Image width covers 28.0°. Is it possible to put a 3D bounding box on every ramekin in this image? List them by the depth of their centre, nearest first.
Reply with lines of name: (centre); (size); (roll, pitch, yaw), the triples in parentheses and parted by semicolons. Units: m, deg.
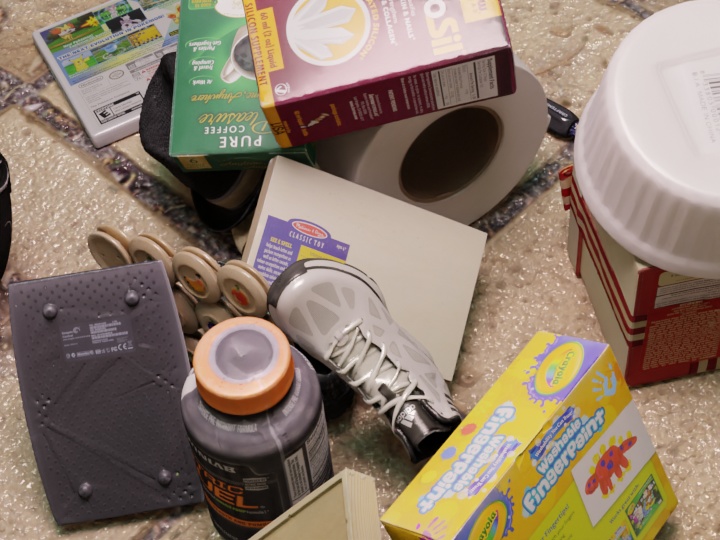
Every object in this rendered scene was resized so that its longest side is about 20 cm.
ramekin: (0.264, -0.105, 1.077); (0.198, 0.098, 0.202); (0, 65, 1)

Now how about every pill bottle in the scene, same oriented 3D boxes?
pill bottle: (-0.077, 0.122, 1.086); (0.105, 0.201, 0.107); (-3, 50, 3)

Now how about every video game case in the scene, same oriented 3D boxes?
video game case: (-0.218, -0.226, 1.496); (0.199, 0.022, 0.183); (-25, 54, -14)

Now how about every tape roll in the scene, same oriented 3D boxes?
tape roll: (0.048, -0.143, 1.290); (0.201, 0.204, 0.139); (-25, 53, -15)

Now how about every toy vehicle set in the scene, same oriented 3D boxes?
toy vehicle set: (-0.056, 0.240, 1.013); (0.026, 0.200, 0.125); (23, 43, -32)

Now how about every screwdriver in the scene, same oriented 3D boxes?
screwdriver: (0.230, -0.115, 1.360); (0.029, 0.028, 0.200); (-12, 40, -44)

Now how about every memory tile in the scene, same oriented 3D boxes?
memory tile: (-0.131, 0.038, 1.166); (0.199, 0.154, 0.017); (15, 47, 37)

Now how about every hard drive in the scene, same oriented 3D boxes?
hard drive: (-0.198, 0.094, 1.142); (0.134, 0.202, 0.042); (-9, 13, -2)

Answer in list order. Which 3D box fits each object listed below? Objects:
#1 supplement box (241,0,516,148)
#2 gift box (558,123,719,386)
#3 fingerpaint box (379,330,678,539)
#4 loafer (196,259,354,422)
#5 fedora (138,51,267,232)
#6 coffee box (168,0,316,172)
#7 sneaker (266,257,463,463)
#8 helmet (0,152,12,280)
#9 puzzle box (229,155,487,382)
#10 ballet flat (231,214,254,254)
supplement box: (0.015, -0.182, 1.140); (0.198, 0.086, 0.111); (-13, 71, 4)
gift box: (0.277, -0.045, 1.198); (0.183, 0.201, 0.188); (-8, 49, -8)
fingerpaint box: (0.127, 0.174, 1.044); (0.073, 0.168, 0.200); (9, 47, 47)
loafer: (-0.079, 0.048, 1.230); (0.068, 0.071, 0.200); (-35, 56, -22)
fedora: (-0.145, -0.135, 1.307); (0.091, 0.201, 0.202); (13, 44, -30)
coffee box: (-0.095, -0.184, 1.227); (0.122, 0.044, 0.202); (-2, 72, 9)
sneaker: (0.018, 0.071, 1.085); (0.076, 0.200, 0.115); (-46, 40, 5)
helmet: (-0.403, -0.024, 1.241); (0.199, 0.192, 0.201); (22, 26, -11)
puzzle box: (0.000, 0.000, 1.192); (0.199, 0.025, 0.134); (20, 77, -17)
ballet flat: (-0.030, -0.009, 1.280); (0.199, 0.057, 0.067); (25, 56, 23)
